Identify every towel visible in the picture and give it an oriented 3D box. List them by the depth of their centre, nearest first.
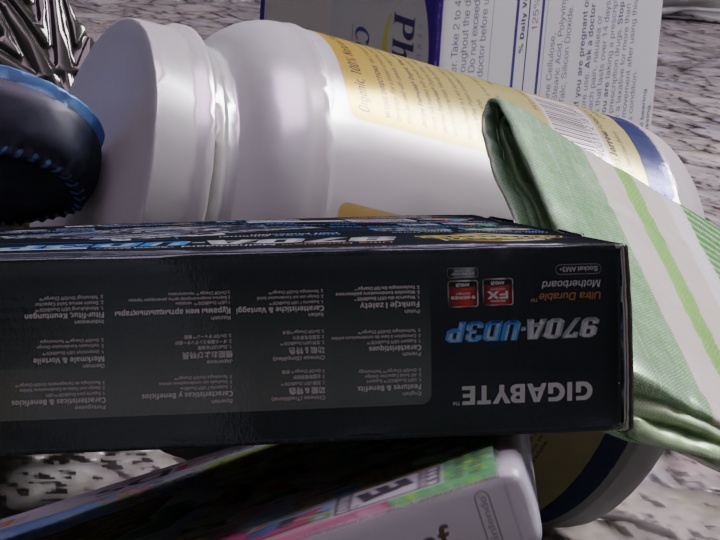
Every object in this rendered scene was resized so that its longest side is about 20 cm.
[{"bbox_3d":[0.126,0.037,0.651,0.199,0.023,0.153,29,25,-26],"label":"towel"}]

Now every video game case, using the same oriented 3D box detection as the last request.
[{"bbox_3d":[-0.043,0.070,0.577,0.180,0.022,0.200,-18,4,5],"label":"video game case"}]

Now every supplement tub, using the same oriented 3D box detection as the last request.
[{"bbox_3d":[0.000,0.000,0.735,0.198,0.146,0.144,14,7,-24],"label":"supplement tub"}]

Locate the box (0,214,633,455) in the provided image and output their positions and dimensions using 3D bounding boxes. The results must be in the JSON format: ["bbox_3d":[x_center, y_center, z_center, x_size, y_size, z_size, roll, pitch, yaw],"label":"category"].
[{"bbox_3d":[-0.047,0.012,0.561,0.198,0.047,0.159,-2,4,-10],"label":"box"}]

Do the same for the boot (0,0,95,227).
[{"bbox_3d":[-0.139,-0.018,0.916,0.072,0.183,0.200,-14,-22,-28],"label":"boot"}]

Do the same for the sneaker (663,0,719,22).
[{"bbox_3d":[0.390,-0.368,2.777,0.198,0.082,0.075,5,43,10],"label":"sneaker"}]

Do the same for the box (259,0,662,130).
[{"bbox_3d":[0.047,-0.063,1.038,0.104,0.186,0.199,12,15,35],"label":"box"}]

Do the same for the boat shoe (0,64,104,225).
[{"bbox_3d":[-0.174,-0.020,0.692,0.198,0.069,0.084,-4,-34,22],"label":"boat shoe"}]
